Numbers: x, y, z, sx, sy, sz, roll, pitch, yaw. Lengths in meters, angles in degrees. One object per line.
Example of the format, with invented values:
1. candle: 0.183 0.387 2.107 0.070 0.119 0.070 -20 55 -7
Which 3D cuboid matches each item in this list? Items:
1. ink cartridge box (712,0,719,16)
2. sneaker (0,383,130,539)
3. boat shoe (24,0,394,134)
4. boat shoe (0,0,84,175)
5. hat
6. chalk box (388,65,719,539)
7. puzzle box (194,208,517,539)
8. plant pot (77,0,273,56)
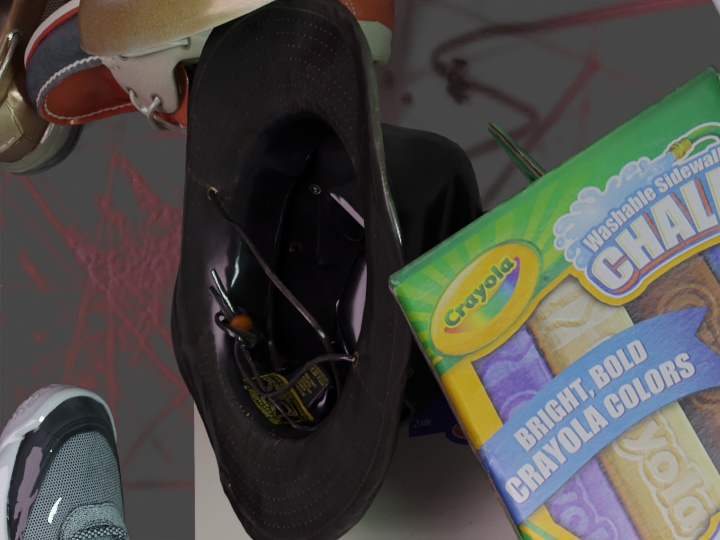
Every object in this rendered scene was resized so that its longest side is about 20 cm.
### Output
1. ink cartridge box: 0.170 -0.047 0.634 0.068 0.115 0.201 -33 59 21
2. sneaker: -0.101 0.150 0.871 0.113 0.075 0.202 2 88 41
3. boat shoe: -0.068 -0.092 0.898 0.199 0.071 0.063 -16 73 34
4. boat shoe: -0.161 -0.149 0.988 0.075 0.071 0.202 -5 77 41
5. hat: 0.000 0.000 0.765 0.200 0.080 0.203 9 100 62
6. chalk box: 0.101 0.032 0.660 0.123 0.124 0.201 -32 60 11
7. puzzle box: 0.012 0.054 0.820 0.199 0.025 0.134 -13 72 40
8. plant pot: -0.026 -0.144 0.804 0.199 0.200 0.028 -12 115 40
